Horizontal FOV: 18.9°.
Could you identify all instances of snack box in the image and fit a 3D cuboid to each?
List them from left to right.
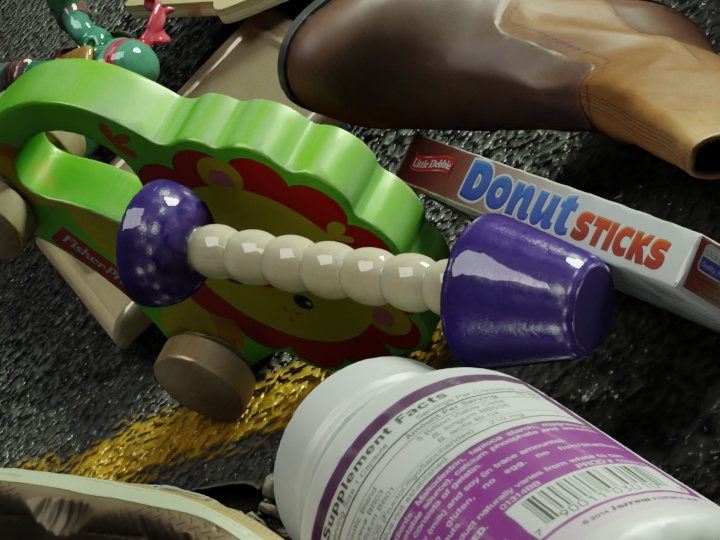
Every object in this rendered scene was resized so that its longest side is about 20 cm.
[{"bbox_3d":[0.090,-0.011,0.828,0.200,0.072,0.024,26,89,59],"label":"snack box"}]

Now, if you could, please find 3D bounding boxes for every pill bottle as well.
[{"bbox_3d":[0.047,0.098,0.707,0.112,0.112,0.200,-47,30,-6],"label":"pill bottle"}]

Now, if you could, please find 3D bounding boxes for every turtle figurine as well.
[{"bbox_3d":[-0.168,-0.098,1.203,0.200,0.100,0.151,-25,54,56],"label":"turtle figurine"}]

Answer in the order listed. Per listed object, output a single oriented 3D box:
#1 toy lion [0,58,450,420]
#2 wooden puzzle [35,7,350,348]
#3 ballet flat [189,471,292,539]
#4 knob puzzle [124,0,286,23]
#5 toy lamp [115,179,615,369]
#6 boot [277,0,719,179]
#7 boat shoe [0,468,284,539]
[{"bbox_3d":[-0.064,-0.021,0.919,0.191,0.199,0.069,-34,23,55],"label":"toy lion"},{"bbox_3d":[-0.080,-0.051,1.131,0.185,0.037,0.200,-46,24,-2],"label":"wooden puzzle"},{"bbox_3d":[-0.077,0.113,0.905,0.199,0.046,0.068,-14,41,42],"label":"ballet flat"},{"bbox_3d":[-0.014,-0.195,1.219,0.218,0.031,0.220,-24,28,14],"label":"knob puzzle"},{"bbox_3d":[0.000,0.000,0.804,0.198,0.058,0.058,10,57,32],"label":"toy lamp"},{"bbox_3d":[0.083,-0.062,0.837,0.200,0.187,0.069,-137,54,-60],"label":"boot"},{"bbox_3d":[-0.057,0.101,0.724,0.199,0.076,0.072,17,106,41],"label":"boat shoe"}]
